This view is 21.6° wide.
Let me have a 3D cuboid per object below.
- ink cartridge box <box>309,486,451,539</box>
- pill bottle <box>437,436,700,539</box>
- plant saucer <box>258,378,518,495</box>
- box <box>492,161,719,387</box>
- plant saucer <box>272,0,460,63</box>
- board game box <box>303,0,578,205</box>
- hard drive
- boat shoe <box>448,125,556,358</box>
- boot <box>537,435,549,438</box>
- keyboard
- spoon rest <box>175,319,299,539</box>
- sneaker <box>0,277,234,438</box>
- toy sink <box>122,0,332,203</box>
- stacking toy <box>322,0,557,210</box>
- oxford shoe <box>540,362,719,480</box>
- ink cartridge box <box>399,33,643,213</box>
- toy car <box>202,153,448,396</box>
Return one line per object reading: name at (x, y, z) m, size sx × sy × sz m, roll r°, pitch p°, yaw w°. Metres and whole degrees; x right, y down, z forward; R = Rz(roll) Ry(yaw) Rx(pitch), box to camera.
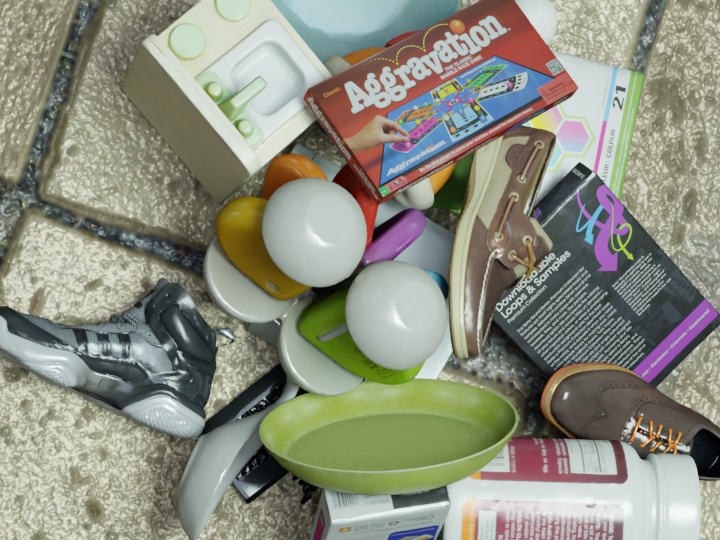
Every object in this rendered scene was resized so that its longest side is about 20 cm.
ink cartridge box at (0.009, 0.217, 1.495) m, size 0.094 × 0.200 × 0.037 m, roll -7°, pitch 60°, yaw -12°
pill bottle at (0.163, 0.190, 1.503) m, size 0.199 × 0.114 × 0.115 m, roll 3°, pitch 85°, yaw -1°
plant saucer at (0.022, 0.130, 1.451) m, size 0.199 × 0.200 × 0.031 m, roll -7°, pitch 106°, yaw -12°
box at (0.193, 0.026, 1.567) m, size 0.143 × 0.036 × 0.200 m, roll -44°, pitch 120°, yaw 1°
plant saucer at (-0.011, -0.257, 1.600) m, size 0.200 × 0.039 × 0.202 m, roll 1°, pitch 85°, yaw -11°
board game box at (0.064, -0.137, 1.460) m, size 0.200 × 0.019 × 0.103 m, roll -30°, pitch 78°, yaw -26°
hard drive at (0.000, 0.000, 1.569) m, size 0.200 × 0.027 × 0.132 m, roll 30°, pitch 78°, yaw 1°
boat shoe at (0.114, -0.024, 1.474) m, size 0.072 × 0.072 × 0.201 m, roll 8°, pitch 65°, yaw 11°
boot at (0.129, 0.213, 1.586) m, size 0.199 × 0.068 × 0.131 m, roll -12°, pitch 76°, yaw -13°
keyboard at (-0.028, 0.113, 1.565) m, size 0.200 × 0.040 × 0.104 m, roll -38°, pitch 93°, yaw -11°
spoon rest at (-0.094, 0.127, 1.511) m, size 0.060 × 0.099 × 0.200 m, roll 21°, pitch 61°, yaw -1°
sneaker at (-0.200, 0.049, 1.520) m, size 0.200 × 0.075 × 0.114 m, roll 27°, pitch 80°, yaw -14°
toy sink at (-0.099, -0.147, 1.491) m, size 0.112 × 0.200 × 0.130 m, roll -41°, pitch 93°, yaw -11°
stacking toy at (0.081, -0.156, 1.536) m, size 0.200 × 0.146 × 0.146 m, roll -34°, pitch 92°, yaw -8°
oxford shoe at (0.237, 0.127, 1.559) m, size 0.199 × 0.072 × 0.071 m, roll 18°, pitch 95°, yaw -31°
ink cartridge box at (0.122, -0.114, 1.595) m, size 0.199 × 0.076 × 0.148 m, roll 13°, pitch 83°, yaw -11°
toy car at (-0.012, -0.006, 1.471) m, size 0.200 × 0.175 × 0.150 m, roll 45°, pitch 59°, yaw -11°
